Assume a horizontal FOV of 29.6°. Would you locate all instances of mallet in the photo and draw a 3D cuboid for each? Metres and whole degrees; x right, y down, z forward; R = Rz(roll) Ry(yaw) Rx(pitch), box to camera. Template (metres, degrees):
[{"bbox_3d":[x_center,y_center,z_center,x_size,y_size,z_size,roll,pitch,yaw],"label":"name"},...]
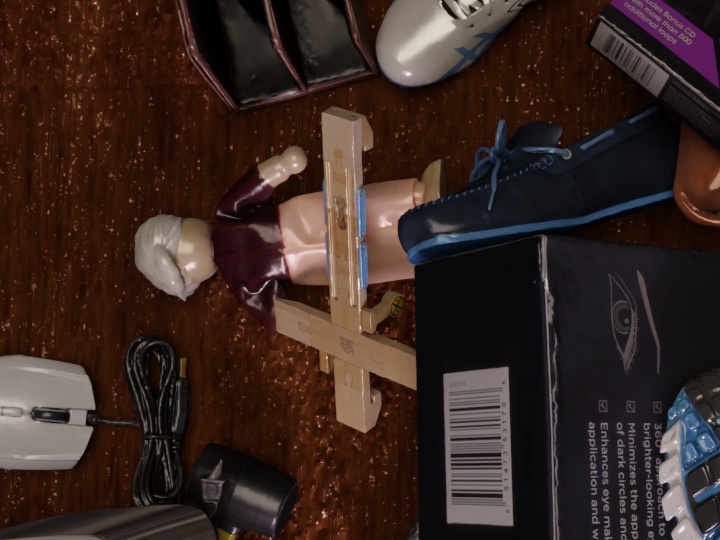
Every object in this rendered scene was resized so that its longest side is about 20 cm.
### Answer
[{"bbox_3d":[-0.110,0.202,0.832,0.065,0.041,0.201,30,92,11],"label":"mallet"}]

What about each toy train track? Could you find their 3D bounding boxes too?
[{"bbox_3d":[0.000,0.000,0.787,0.114,0.032,0.202,20,126,35],"label":"toy train track"}]

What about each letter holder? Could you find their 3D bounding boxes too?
[{"bbox_3d":[-0.066,-0.219,0.825,0.099,0.142,0.202,-14,80,6],"label":"letter holder"}]

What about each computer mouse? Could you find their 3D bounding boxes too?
[{"bbox_3d":[-0.206,0.092,0.854,0.198,0.044,0.111,2,84,8],"label":"computer mouse"}]

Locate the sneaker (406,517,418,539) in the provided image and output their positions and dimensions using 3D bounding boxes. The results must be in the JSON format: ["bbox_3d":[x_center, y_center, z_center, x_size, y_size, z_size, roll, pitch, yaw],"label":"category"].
[{"bbox_3d":[0.086,0.167,0.795,0.115,0.075,0.201,29,97,6],"label":"sneaker"}]

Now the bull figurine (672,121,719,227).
[{"bbox_3d":[0.236,-0.113,0.799,0.120,0.065,0.202,9,73,6],"label":"bull figurine"}]

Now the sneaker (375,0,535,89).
[{"bbox_3d":[0.088,-0.189,0.836,0.199,0.072,0.072,-39,81,3],"label":"sneaker"}]

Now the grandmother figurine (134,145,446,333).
[{"bbox_3d":[-0.044,-0.015,0.840,0.198,0.061,0.123,-4,96,10],"label":"grandmother figurine"}]

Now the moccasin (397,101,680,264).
[{"bbox_3d":[0.103,-0.053,0.793,0.198,0.080,0.069,-15,85,-31],"label":"moccasin"}]

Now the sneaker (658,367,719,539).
[{"bbox_3d":[0.207,0.137,0.661,0.074,0.087,0.202,-25,92,25],"label":"sneaker"}]

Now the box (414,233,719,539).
[{"bbox_3d":[0.138,0.093,0.720,0.198,0.117,0.199,5,81,-32],"label":"box"}]

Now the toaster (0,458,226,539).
[{"bbox_3d":[-0.165,0.224,0.772,0.179,0.118,0.202,-11,84,21],"label":"toaster"}]

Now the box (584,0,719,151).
[{"bbox_3d":[0.241,-0.153,0.762,0.143,0.036,0.200,40,69,11],"label":"box"}]
